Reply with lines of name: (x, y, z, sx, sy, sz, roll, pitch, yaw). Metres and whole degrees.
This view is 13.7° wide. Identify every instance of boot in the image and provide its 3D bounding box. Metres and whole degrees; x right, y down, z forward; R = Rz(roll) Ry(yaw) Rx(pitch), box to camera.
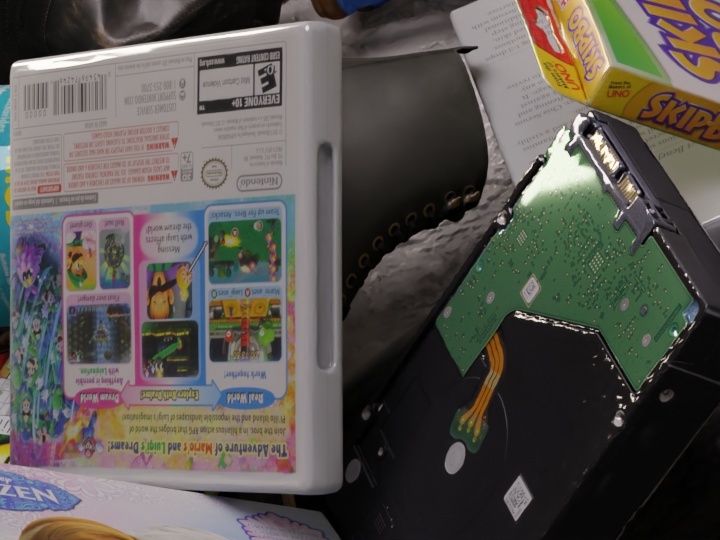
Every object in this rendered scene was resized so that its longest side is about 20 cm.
boot: (0.000, 0.000, 1.272, 0.138, 0.201, 0.077, -7, -2, -16)

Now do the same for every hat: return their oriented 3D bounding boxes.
hat: (-0.096, -0.121, 1.413, 0.200, 0.201, 0.081, -35, 58, -9)

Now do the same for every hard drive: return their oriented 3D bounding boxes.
hard drive: (0.066, 0.054, 1.161, 0.200, 0.038, 0.140, -57, 34, 22)

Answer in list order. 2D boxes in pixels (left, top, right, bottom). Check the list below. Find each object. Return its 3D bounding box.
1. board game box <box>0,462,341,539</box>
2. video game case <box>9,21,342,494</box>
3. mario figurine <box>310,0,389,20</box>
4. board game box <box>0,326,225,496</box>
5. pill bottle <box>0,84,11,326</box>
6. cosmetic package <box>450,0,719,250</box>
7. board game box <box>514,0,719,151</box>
board game box: (-0.072, 0.140, 1.107, 0.200, 0.199, 0.041, 49, 123, 56)
video game case: (-0.079, -0.002, 1.231, 0.199, 0.024, 0.183, -3, 87, 48)
mario figurine: (0.070, -0.185, 1.439, 0.199, 0.106, 0.124, -12, 41, 20)
board game box: (-0.137, 0.070, 1.349, 0.199, 0.024, 0.105, 4, 51, 32)
pill bottle: (-0.114, -0.032, 1.362, 0.199, 0.111, 0.111, -3, 45, 14)
cosmetic package: (0.114, -0.050, 1.297, 0.101, 0.071, 0.200, -22, 40, 5)
board game box: (0.154, -0.080, 1.235, 0.030, 0.199, 0.096, -61, 27, 31)
